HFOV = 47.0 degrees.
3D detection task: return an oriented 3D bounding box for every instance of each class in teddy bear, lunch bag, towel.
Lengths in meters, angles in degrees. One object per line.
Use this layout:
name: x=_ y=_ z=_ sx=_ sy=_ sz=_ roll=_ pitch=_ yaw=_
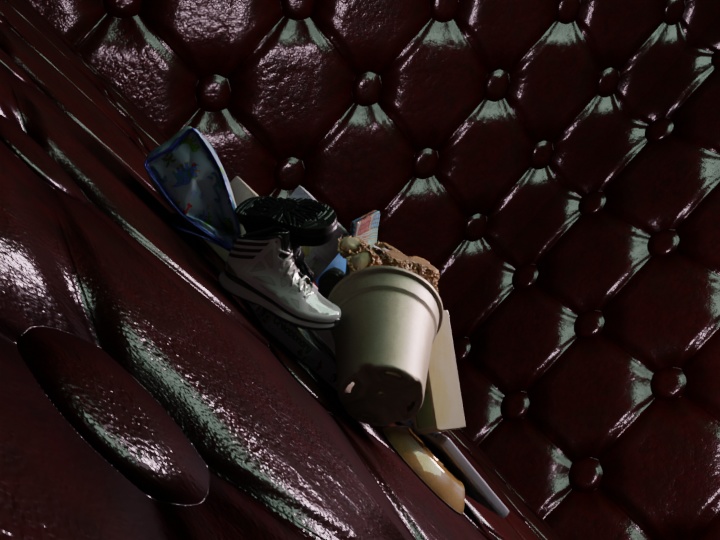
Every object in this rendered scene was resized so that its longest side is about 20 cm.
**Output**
teddy bear: x=0.044 y=0.000 z=1.405 sx=0.198 sy=0.068 sz=0.144 roll=10 pitch=23 yaw=-50
lunch bag: x=-0.272 y=-0.130 z=1.396 sx=0.202 sy=0.126 sz=0.170 roll=55 pitch=-4 yaw=-18
towel: x=0.000 y=0.000 z=1.512 sx=0.021 sy=0.205 sz=0.147 roll=11 pitch=16 yaw=15

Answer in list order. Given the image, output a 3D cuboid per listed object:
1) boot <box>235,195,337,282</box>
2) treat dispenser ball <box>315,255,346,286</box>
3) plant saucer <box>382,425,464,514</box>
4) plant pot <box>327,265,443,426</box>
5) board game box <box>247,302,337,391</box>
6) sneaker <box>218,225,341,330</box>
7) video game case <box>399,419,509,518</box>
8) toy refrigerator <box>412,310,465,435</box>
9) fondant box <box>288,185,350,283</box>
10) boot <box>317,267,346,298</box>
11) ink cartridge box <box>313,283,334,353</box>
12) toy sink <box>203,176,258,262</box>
boot: x=-0.104 y=-0.031 z=1.333 sx=0.208 sy=0.079 sz=0.161 roll=14 pitch=-51 yaw=42
treat dispenser ball: x=-0.036 y=0.061 z=1.880 sx=0.201 sy=0.201 sz=0.201 roll=44 pitch=0 yaw=0
plant saucer: x=0.119 y=0.337 z=1.447 sx=0.200 sy=0.035 sz=0.200 roll=45 pitch=0 yaw=0
plant pot: x=0.035 y=0.131 z=1.300 sx=0.200 sy=0.198 sz=0.186 roll=44 pitch=30 yaw=-29
board game box: x=-0.105 y=0.106 z=1.358 sx=0.200 sy=0.035 sz=0.126 roll=46 pitch=0 yaw=-36
sneaker: x=-0.106 y=0.007 z=1.239 sx=0.197 sy=0.117 sz=0.076 roll=23 pitch=22 yaw=-5
video game case: x=0.173 y=0.364 z=1.550 sx=0.201 sy=0.022 sz=0.182 roll=51 pitch=-14 yaw=-18
toy refrigerator: x=0.121 y=0.178 z=1.446 sx=0.068 sy=0.205 sz=0.076 roll=0 pitch=-14 yaw=-29
fondant box: x=-0.127 y=-0.034 z=1.493 sx=0.058 sy=0.201 sz=0.144 roll=38 pitch=4 yaw=-46
boot: x=0.003 y=0.042 z=1.443 sx=0.067 sy=0.131 sz=0.202 roll=7 pitch=-43 yaw=36
ink cartridge box: x=-0.113 y=0.065 z=1.577 sx=0.200 sy=0.086 sz=0.148 roll=43 pitch=-1 yaw=45
toy sink: x=-0.227 y=-0.083 z=1.622 sx=0.112 sy=0.131 sz=0.200 roll=43 pitch=0 yaw=11
